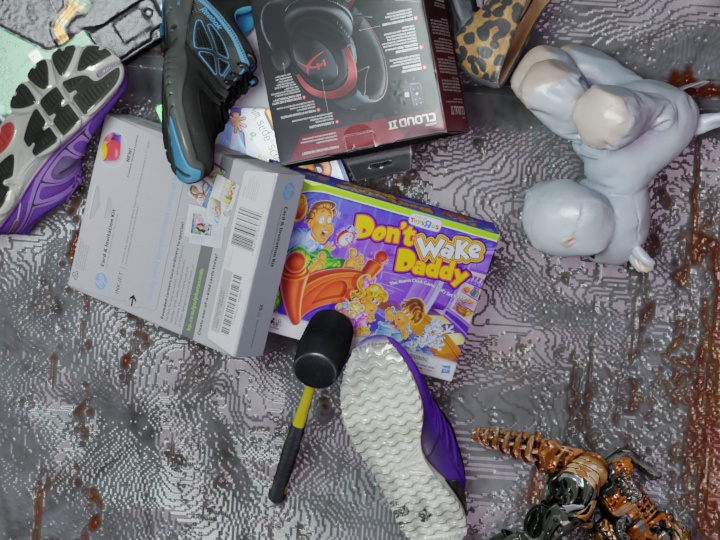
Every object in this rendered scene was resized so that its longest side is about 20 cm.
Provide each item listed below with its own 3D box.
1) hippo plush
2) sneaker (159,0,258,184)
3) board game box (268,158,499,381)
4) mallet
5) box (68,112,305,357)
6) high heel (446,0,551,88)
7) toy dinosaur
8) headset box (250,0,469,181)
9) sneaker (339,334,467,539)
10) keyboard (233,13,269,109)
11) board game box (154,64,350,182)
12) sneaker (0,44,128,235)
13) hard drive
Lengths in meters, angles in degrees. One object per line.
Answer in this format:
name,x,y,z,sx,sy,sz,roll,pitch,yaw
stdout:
hippo plush,0.196,-0.091,1.652,0.200,0.159,0.161,-1,116,-39
sneaker,-0.121,-0.157,1.598,0.082,0.073,0.200,2,55,-8
board game box,0.000,0.000,1.651,0.200,0.045,0.135,15,103,-7
mallet,-0.047,0.115,1.659,0.041,0.066,0.200,19,136,1
box,-0.148,-0.031,1.634,0.200,0.041,0.156,20,101,35
high heel,0.167,-0.231,1.631,0.200,0.071,0.143,-22,55,14
toy dinosaur,0.182,0.201,1.683,0.200,0.102,0.136,30,78,18
headset box,-0.002,-0.176,1.613,0.148,0.075,0.200,-11,90,19
sneaker,0.039,0.130,1.657,0.069,0.100,0.200,-13,115,16
keyboard,-0.090,-0.236,1.678,0.056,0.011,0.200,4,81,2
board game box,-0.077,-0.071,1.692,0.135,0.034,0.200,-22,92,3
sneaker,-0.259,-0.109,1.666,0.200,0.083,0.081,-47,58,22
hard drive,-0.257,-0.222,1.690,0.200,0.038,0.140,-34,91,2
